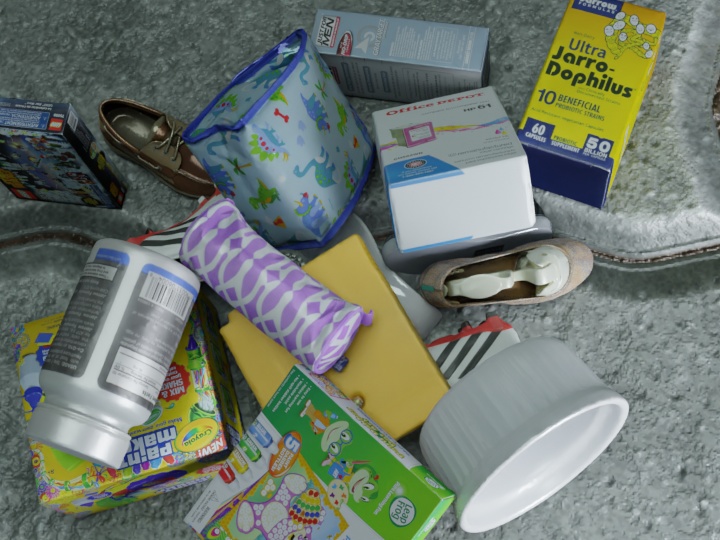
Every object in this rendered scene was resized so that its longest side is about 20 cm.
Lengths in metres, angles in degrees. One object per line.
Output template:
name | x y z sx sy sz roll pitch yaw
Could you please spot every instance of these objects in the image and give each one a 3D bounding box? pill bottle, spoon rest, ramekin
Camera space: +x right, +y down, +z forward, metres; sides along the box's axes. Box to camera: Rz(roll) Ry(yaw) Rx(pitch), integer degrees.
pill bottle | -0.241 0.081 1.104 0.113 0.114 0.201 17 74 13
spoon rest | 0.000 0.000 1.261 0.200 0.061 0.100 35 78 16
ramekin | 0.153 0.156 1.117 0.200 0.201 0.098 -34 62 -6

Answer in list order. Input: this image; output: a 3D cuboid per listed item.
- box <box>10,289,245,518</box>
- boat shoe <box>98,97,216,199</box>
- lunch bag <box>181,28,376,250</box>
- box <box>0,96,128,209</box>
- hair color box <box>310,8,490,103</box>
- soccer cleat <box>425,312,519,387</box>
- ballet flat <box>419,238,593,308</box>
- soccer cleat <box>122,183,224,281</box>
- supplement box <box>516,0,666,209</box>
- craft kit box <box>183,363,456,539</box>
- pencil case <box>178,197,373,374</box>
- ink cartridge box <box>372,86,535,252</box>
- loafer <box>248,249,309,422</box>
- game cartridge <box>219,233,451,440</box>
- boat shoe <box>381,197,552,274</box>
box | -0.240 0.137 1.211 0.199 0.122 0.194 -17 70 1
boat shoe | -0.226 -0.144 1.334 0.199 0.072 0.076 22 75 14
lunch bag | -0.073 -0.142 1.242 0.127 0.170 0.200 -6 37 42
box | -0.357 -0.130 1.277 0.136 0.200 0.040 7 71 10
hair color box | 0.047 -0.242 1.320 0.199 0.099 0.061 8 72 10
soccer cleat | 0.079 0.114 1.197 0.199 0.069 0.086 -20 71 -9
ballet flat | 0.164 0.009 1.215 0.199 0.067 0.069 -12 95 -9
soccer cleat | -0.173 -0.035 1.279 0.199 0.069 0.085 -30 64 -19
supplement box | 0.254 -0.191 1.270 0.108 0.110 0.201 19 73 13
craft kit box | -0.043 0.228 1.091 0.197 0.048 0.200 39 100 20
pencil case | -0.084 0.013 1.116 0.200 0.084 0.086 38 64 12
ink cartridge box | 0.094 -0.113 1.221 0.144 0.085 0.200 -12 28 1
loafer | -0.073 0.081 1.211 0.075 0.070 0.201 5 85 9
game cartridge | -0.025 0.092 1.153 0.176 0.032 0.201 -31 78 5
boat shoe | 0.112 -0.042 1.245 0.199 0.069 0.057 -8 59 -19
